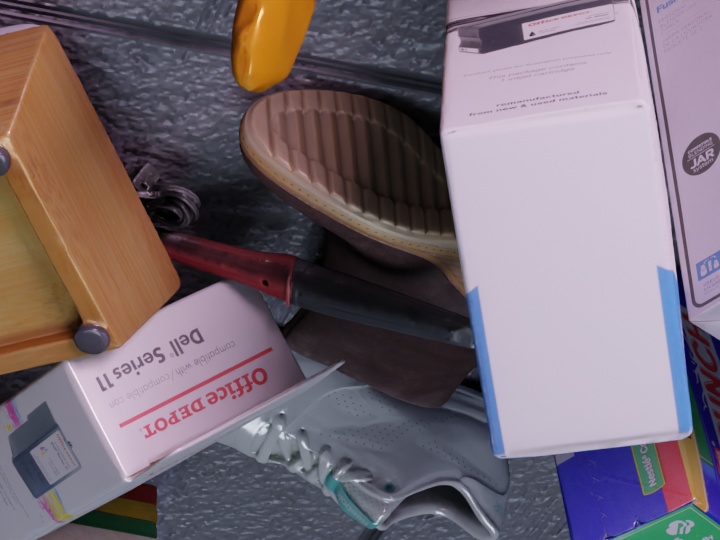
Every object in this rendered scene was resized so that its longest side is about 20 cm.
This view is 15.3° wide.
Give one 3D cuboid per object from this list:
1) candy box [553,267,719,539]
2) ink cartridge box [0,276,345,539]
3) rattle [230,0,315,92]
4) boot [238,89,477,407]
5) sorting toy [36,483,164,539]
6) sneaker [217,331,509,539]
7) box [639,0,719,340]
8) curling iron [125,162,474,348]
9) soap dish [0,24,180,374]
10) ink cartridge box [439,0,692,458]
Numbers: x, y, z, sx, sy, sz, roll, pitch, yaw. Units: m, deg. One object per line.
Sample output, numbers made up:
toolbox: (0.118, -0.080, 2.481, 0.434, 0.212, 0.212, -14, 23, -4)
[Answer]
candy box: (0.176, 0.098, 1.359, 0.077, 0.170, 0.200, -31, 137, 26)
ink cartridge box: (-0.107, 0.065, 1.282, 0.117, 0.068, 0.200, -27, 177, -36)
rattle: (0.052, -0.128, 1.067, 0.199, 0.143, 0.131, 15, 121, -17)
boot: (0.000, 0.000, 1.287, 0.199, 0.073, 0.166, 22, 142, -22)
sorting toy: (-0.218, 0.165, 1.434, 0.198, 0.070, 0.200, 14, 140, -26)
sneaker: (-0.009, 0.093, 1.397, 0.199, 0.089, 0.075, 13, 141, -19)
box: (0.182, -0.073, 1.100, 0.060, 0.201, 0.116, 29, 134, -36)
curling iron: (-0.036, -0.001, 1.235, 0.199, 0.026, 0.050, 23, 153, 19)
soap dish: (-0.202, -0.017, 1.201, 0.199, 0.081, 0.158, -12, 129, 14)
ink cartridge box: (0.084, -0.035, 1.107, 0.084, 0.200, 0.145, -8, 114, 7)
